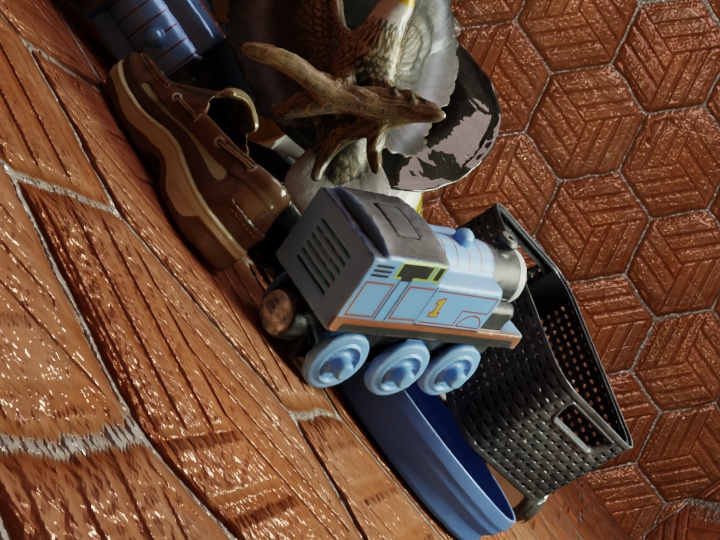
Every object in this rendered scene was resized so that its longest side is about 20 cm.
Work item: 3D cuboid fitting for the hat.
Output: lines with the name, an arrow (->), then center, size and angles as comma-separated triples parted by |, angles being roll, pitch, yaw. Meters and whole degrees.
hat -> -0.004, -0.118, 1.086 | 0.201, 0.200, 0.081 | 54, -35, 18

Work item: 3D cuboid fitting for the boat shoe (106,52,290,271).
boat shoe -> -0.096, -0.082, 0.951 | 0.075, 0.075, 0.203 | 48, 6, -48

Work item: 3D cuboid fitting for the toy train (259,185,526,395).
toy train -> 0.027, 0.016, 0.962 | 0.199, 0.115, 0.087 | 8, 38, -45

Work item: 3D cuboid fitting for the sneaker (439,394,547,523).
sneaker -> 0.092, 0.142, 1.334 | 0.080, 0.074, 0.200 | 27, 18, -46

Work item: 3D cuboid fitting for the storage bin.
storage bin -> 0.124, 0.064, 1.214 | 0.135, 0.093, 0.201 | 43, 22, -42

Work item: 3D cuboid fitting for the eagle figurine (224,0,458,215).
eagle figurine -> -0.001, -0.137, 0.987 | 0.152, 0.150, 0.200 | 60, 8, -25

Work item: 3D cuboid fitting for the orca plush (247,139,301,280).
orca plush -> -0.042, -0.020, 1.073 | 0.200, 0.104, 0.072 | 80, 11, -69

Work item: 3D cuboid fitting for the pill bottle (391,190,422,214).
pill bottle -> 0.006, -0.075, 1.530 | 0.115, 0.114, 0.200 | 54, -7, 14

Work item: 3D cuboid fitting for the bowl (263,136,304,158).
bowl -> -0.080, -0.166, 1.300 | 0.200, 0.090, 0.202 | 34, -28, 21

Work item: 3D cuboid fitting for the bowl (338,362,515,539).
bowl -> 0.038, 0.110, 1.095 | 0.201, 0.039, 0.201 | 53, 5, -6

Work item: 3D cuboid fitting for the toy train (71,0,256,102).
toy train -> -0.148, -0.183, 1.089 | 0.201, 0.086, 0.114 | 56, 12, -7

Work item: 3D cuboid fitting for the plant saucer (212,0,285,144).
plant saucer -> -0.108, -0.194, 1.186 | 0.199, 0.035, 0.202 | 26, -43, 28

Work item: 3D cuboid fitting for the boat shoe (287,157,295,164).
boat shoe -> -0.079, -0.107, 1.427 | 0.201, 0.063, 0.073 | 54, 4, 14
